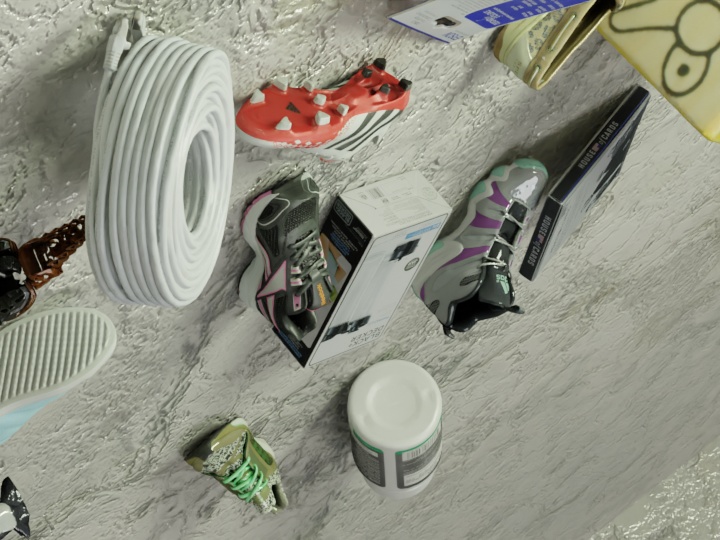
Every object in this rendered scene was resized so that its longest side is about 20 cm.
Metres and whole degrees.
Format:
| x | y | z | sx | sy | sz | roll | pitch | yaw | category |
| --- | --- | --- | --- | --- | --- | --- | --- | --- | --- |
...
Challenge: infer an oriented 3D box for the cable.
| x | y | z | sx | sy | sz | roll | pitch | yaw | category |
| --- | --- | --- | --- | --- | --- | --- | --- | --- | --- |
| -0.142 | -0.072 | 1.346 | 0.200 | 0.069 | 0.201 | 56 | 42 | -74 | cable |

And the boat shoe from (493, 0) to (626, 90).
| x | y | z | sx | sy | sz | roll | pitch | yaw | category |
| --- | --- | --- | --- | --- | --- | --- | --- | --- | --- |
| 0.217 | -0.249 | 1.725 | 0.200 | 0.063 | 0.073 | -41 | 157 | -1 | boat shoe |

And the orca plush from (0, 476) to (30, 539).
| x | y | z | sx | sy | sz | roll | pitch | yaw | category |
| --- | --- | --- | --- | --- | --- | --- | --- | --- | --- |
| -0.400 | 0.230 | 1.645 | 0.199 | 0.071 | 0.106 | -27 | 110 | -40 | orca plush |

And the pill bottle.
| x | y | z | sx | sy | sz | roll | pitch | yaw | category |
| --- | --- | --- | --- | --- | --- | --- | --- | --- | --- |
| 0.043 | 0.196 | 2.193 | 0.113 | 0.113 | 0.200 | -35 | 157 | -15 | pill bottle |

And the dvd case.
| x | y | z | sx | sy | sz | roll | pitch | yaw | category |
| --- | --- | --- | --- | --- | --- | --- | --- | --- | --- |
| 0.249 | -0.096 | 2.033 | 0.200 | 0.025 | 0.151 | -48 | 164 | -32 | dvd case |

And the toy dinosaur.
| x | y | z | sx | sy | sz | roll | pitch | yaw | category |
| --- | --- | --- | --- | --- | --- | --- | --- | --- | --- |
| -0.284 | 0.005 | 1.356 | 0.200 | 0.102 | 0.136 | -49 | 165 | 11 | toy dinosaur |

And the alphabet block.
| x | y | z | sx | sy | sz | roll | pitch | yaw | category |
| --- | --- | --- | --- | --- | --- | --- | --- | --- | --- |
| 0.376 | -0.253 | 1.807 | 0.200 | 0.196 | 0.196 | -48 | 155 | 19 | alphabet block |

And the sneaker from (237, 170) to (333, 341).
| x | y | z | sx | sy | sz | roll | pitch | yaw | category |
| --- | --- | --- | --- | --- | --- | --- | --- | --- | --- |
| -0.056 | -0.009 | 1.695 | 0.080 | 0.086 | 0.200 | -33 | 156 | -23 | sneaker |

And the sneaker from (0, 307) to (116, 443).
| x | y | z | sx | sy | sz | roll | pitch | yaw | category |
| --- | --- | --- | --- | --- | --- | --- | --- | --- | --- |
| -0.296 | 0.099 | 1.542 | 0.199 | 0.074 | 0.082 | -28 | 164 | -11 | sneaker |

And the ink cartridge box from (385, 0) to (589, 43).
| x | y | z | sx | sy | sz | roll | pitch | yaw | category |
| --- | --- | --- | --- | --- | --- | --- | --- | --- | --- |
| 0.136 | -0.247 | 1.540 | 0.199 | 0.047 | 0.198 | -13 | 177 | 17 | ink cartridge box |

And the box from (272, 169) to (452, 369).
| x | y | z | sx | sy | sz | roll | pitch | yaw | category |
| --- | --- | --- | --- | --- | --- | --- | --- | --- | --- |
| 0.000 | 0.000 | 1.835 | 0.116 | 0.060 | 0.201 | -19 | 149 | -42 | box |

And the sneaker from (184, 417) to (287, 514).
| x | y | z | sx | sy | sz | roll | pitch | yaw | category |
| --- | --- | --- | --- | --- | --- | --- | --- | --- | --- |
| -0.123 | 0.222 | 2.006 | 0.077 | 0.089 | 0.200 | -42 | 157 | 4 | sneaker |

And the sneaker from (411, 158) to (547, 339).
| x | y | z | sx | sy | sz | roll | pitch | yaw | category |
| --- | --- | --- | --- | --- | --- | --- | --- | --- | --- |
| 0.148 | -0.011 | 1.933 | 0.077 | 0.140 | 0.200 | 22 | 116 | -39 | sneaker |

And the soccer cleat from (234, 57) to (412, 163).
| x | y | z | sx | sy | sz | roll | pitch | yaw | category |
| --- | --- | --- | --- | --- | --- | --- | --- | --- | --- |
| -0.034 | -0.122 | 1.551 | 0.199 | 0.069 | 0.085 | -23 | 148 | -46 | soccer cleat |
